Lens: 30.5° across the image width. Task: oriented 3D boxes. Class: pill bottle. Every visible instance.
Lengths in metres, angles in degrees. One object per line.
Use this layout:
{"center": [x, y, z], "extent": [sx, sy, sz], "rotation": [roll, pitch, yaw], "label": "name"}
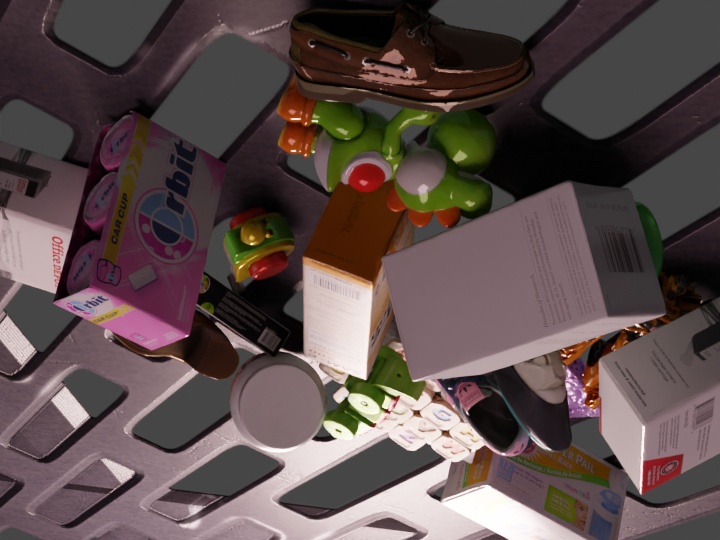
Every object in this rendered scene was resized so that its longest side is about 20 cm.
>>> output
{"center": [-0.094, 0.148, 1.494], "extent": [0.109, 0.111, 0.200], "rotation": [19, 176, -4], "label": "pill bottle"}

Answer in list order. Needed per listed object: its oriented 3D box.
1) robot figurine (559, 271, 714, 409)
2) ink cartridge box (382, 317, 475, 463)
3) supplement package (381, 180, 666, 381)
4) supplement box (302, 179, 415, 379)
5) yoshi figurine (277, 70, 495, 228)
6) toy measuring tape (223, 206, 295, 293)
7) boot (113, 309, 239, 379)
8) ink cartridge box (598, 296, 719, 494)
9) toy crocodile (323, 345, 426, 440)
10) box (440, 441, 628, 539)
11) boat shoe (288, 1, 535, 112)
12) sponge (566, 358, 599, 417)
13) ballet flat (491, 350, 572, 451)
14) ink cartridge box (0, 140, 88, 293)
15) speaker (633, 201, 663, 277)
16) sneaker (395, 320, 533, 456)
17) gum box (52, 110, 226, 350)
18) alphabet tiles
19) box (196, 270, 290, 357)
{"center": [0.260, 0.064, 1.316], "extent": [0.144, 0.059, 0.200], "rotation": [25, 143, -14], "label": "robot figurine"}
{"center": [0.077, 0.126, 1.483], "extent": [0.161, 0.050, 0.201], "rotation": [24, 150, 10], "label": "ink cartridge box"}
{"center": [0.137, 0.012, 1.131], "extent": [0.199, 0.118, 0.116], "rotation": [-22, 167, 35], "label": "supplement package"}
{"center": [0.000, 0.000, 1.265], "extent": [0.073, 0.127, 0.201], "rotation": [20, 152, 9], "label": "supplement box"}
{"center": [0.034, -0.118, 1.143], "extent": [0.199, 0.112, 0.113], "rotation": [26, 113, 8], "label": "yoshi figurine"}
{"center": [-0.105, -0.018, 1.373], "extent": [0.073, 0.074, 0.200], "rotation": [17, 164, -1], "label": "toy measuring tape"}
{"center": [-0.233, 0.042, 1.464], "extent": [0.199, 0.077, 0.155], "rotation": [29, -179, -31], "label": "boot"}
{"center": [0.329, 0.104, 1.239], "extent": [0.199, 0.084, 0.145], "rotation": [-25, 145, -7], "label": "ink cartridge box"}
{"center": [0.012, 0.139, 1.417], "extent": [0.061, 0.068, 0.200], "rotation": [32, 147, -4], "label": "toy crocodile"}
{"center": [0.212, 0.264, 1.600], "extent": [0.199, 0.113, 0.101], "rotation": [30, 147, -20], "label": "box"}
{"center": [0.038, -0.174, 1.050], "extent": [0.198, 0.072, 0.068], "rotation": [0, 131, 10], "label": "boat shoe"}
{"center": [0.167, 0.131, 1.494], "extent": [0.199, 0.030, 0.112], "rotation": [-8, 139, 34], "label": "sponge"}
{"center": [0.159, 0.084, 1.312], "extent": [0.073, 0.201, 0.073], "rotation": [-28, 160, -11], "label": "ballet flat"}
{"center": [-0.377, -0.063, 1.395], "extent": [0.198, 0.083, 0.147], "rotation": [18, 148, -2], "label": "ink cartridge box"}
{"center": [0.175, -0.010, 1.227], "extent": [0.199, 0.089, 0.088], "rotation": [-12, 139, 37], "label": "speaker"}
{"center": [0.107, 0.104, 1.342], "extent": [0.070, 0.082, 0.200], "rotation": [-44, 87, 15], "label": "sneaker"}
{"center": [-0.204, -0.042, 1.247], "extent": [0.113, 0.202, 0.066], "rotation": [30, 146, -34], "label": "gum box"}
{"center": [0.049, 0.144, 1.472], "extent": [0.199, 0.015, 0.196], "rotation": [35, 147, -6], "label": "alphabet tiles"}
{"center": [-0.178, 0.019, 1.429], "extent": [0.200, 0.035, 0.110], "rotation": [37, 172, -30], "label": "box"}
